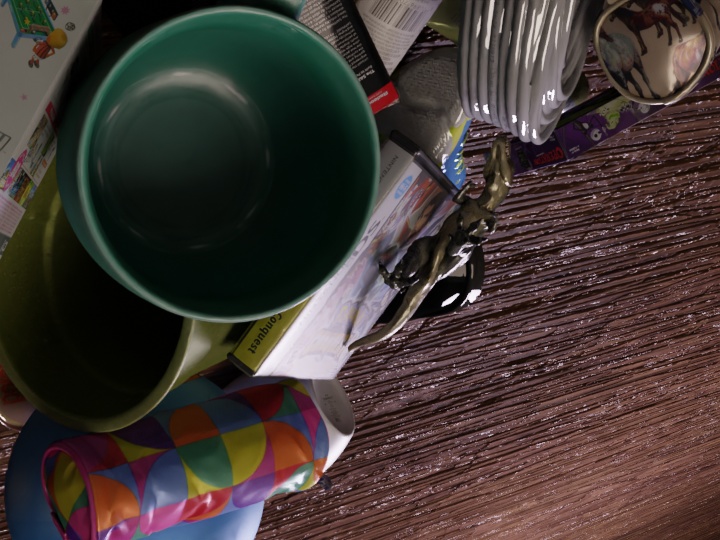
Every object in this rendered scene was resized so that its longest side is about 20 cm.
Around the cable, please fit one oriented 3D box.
[{"bbox_3d":[0.114,-0.184,0.711,0.200,0.069,0.200,54,54,-72],"label":"cable"}]

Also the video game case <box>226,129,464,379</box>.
[{"bbox_3d":[0.000,0.000,0.800,0.181,0.025,0.200,-54,165,4],"label":"video game case"}]

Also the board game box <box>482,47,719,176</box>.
[{"bbox_3d":[0.202,-0.128,0.858,0.200,0.032,0.120,-29,-169,-17],"label":"board game box"}]

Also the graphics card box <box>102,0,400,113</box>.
[{"bbox_3d":[-0.071,-0.148,0.644,0.125,0.051,0.200,-30,136,2],"label":"graphics card box"}]

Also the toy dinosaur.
[{"bbox_3d":[0.054,-0.011,0.810,0.200,0.047,0.088,-50,173,5],"label":"toy dinosaur"}]

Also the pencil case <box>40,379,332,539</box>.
[{"bbox_3d":[-0.113,0.134,0.762,0.200,0.088,0.088,-8,144,-39],"label":"pencil case"}]

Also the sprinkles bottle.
[{"bbox_3d":[0.004,-0.163,0.746,0.068,0.068,0.200,1,138,-43],"label":"sprinkles bottle"}]

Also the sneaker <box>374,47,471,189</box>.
[{"bbox_3d":[0.051,-0.103,0.893,0.105,0.076,0.200,-18,158,-44],"label":"sneaker"}]

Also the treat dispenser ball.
[{"bbox_3d":[-0.176,0.170,0.886,0.201,0.201,0.201,-23,150,-14],"label":"treat dispenser ball"}]

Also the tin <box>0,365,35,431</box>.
[{"bbox_3d":[-0.243,0.061,0.897,0.112,0.042,0.200,-19,150,-27],"label":"tin"}]

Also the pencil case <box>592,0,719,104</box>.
[{"bbox_3d":[0.225,-0.196,0.798,0.078,0.090,0.200,-6,-152,31],"label":"pencil case"}]

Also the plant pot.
[{"bbox_3d":[-0.126,-0.005,0.780,0.200,0.200,0.190,-47,159,27],"label":"plant pot"}]

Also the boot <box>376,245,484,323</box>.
[{"bbox_3d":[-0.006,0.020,0.949,0.158,0.080,0.211,-11,169,-32],"label":"boot"}]

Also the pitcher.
[{"bbox_3d":[-0.102,0.167,1.126,0.200,0.121,0.172,-28,172,17],"label":"pitcher"}]

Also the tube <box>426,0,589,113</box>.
[{"bbox_3d":[0.117,-0.176,0.857,0.052,0.058,0.200,-1,163,32],"label":"tube"}]

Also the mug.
[{"bbox_3d":[-0.069,-0.066,0.591,0.185,0.114,0.152,-43,110,-13],"label":"mug"}]

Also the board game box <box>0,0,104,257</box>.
[{"bbox_3d":[-0.202,-0.052,0.573,0.200,0.064,0.148,-63,-170,-7],"label":"board game box"}]
